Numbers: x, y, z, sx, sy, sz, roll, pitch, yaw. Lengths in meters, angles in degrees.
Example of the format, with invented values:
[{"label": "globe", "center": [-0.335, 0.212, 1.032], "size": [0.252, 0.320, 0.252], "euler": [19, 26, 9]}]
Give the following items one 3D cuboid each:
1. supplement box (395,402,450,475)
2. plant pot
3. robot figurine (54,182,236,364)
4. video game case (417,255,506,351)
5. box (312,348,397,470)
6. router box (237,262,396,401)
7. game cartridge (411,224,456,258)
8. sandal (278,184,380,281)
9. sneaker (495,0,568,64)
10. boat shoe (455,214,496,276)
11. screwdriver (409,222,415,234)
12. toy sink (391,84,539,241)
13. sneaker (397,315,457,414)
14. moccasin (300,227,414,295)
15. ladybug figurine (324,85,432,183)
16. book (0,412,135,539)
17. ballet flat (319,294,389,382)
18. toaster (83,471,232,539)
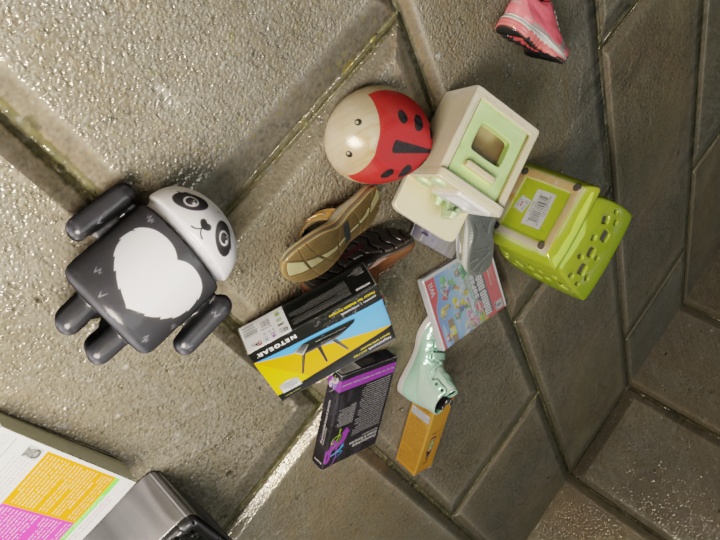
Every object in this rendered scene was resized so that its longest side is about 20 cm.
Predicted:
[{"label": "supplement box", "center": [0.136, 0.331, 1.362], "size": [0.066, 0.068, 0.203], "euler": [-9, 119, -45]}, {"label": "plant pot", "center": [0.379, -0.088, 1.261], "size": [0.181, 0.198, 0.202], "euler": [27, 94, -47]}, {"label": "robot figurine", "center": [-0.220, 0.004, 0.668], "size": [0.200, 0.124, 0.151], "euler": [-45, 149, -18]}, {"label": "video game case", "center": [0.199, 0.044, 1.227], "size": [0.199, 0.017, 0.145], "euler": [-29, 107, -35]}, {"label": "box", "center": [-0.011, 0.250, 1.158], "size": [0.142, 0.036, 0.203], "euler": [-11, 121, -45]}, {"label": "router box", "center": [-0.056, 0.091, 0.921], "size": [0.198, 0.051, 0.150], "euler": [-28, 142, -4]}, {"label": "game cartridge", "center": [0.169, -0.128, 1.116], "size": [0.129, 0.038, 0.202], "euler": [22, 96, -57]}, {"label": "sandal", "center": [-0.047, -0.057, 0.895], "size": [0.200, 0.054, 0.081], "euler": [-46, 151, -29]}, {"label": "sneaker", "center": [0.300, -0.402, 1.051], "size": [0.199, 0.073, 0.088], "euler": [5, 109, -51]}, {"label": "boat shoe", "center": [0.198, -0.093, 1.106], "size": [0.073, 0.065, 0.205], "euler": [-13, 119, -21]}, {"label": "screwdriver", "center": [0.108, -0.126, 1.052], "size": [0.029, 0.028, 0.203], "euler": [-41, 152, -71]}, {"label": "toy sink", "center": [0.158, -0.153, 0.969], "size": [0.129, 0.112, 0.202], "euler": [29, 87, -23]}, {"label": "sneaker", "center": [0.157, 0.175, 1.236], "size": [0.073, 0.118, 0.203], "euler": [8, 107, -49]}, {"label": "moccasin", "center": [0.001, 0.001, 0.970], "size": [0.200, 0.073, 0.078], "euler": [-37, 140, -27]}, {"label": "ladybug figurine", "center": [0.037, -0.182, 0.890], "size": [0.198, 0.072, 0.138], "euler": [-11, 121, -46]}, {"label": "book", "center": [-0.375, 0.253, 0.726], "size": [0.134, 0.048, 0.200], "euler": [-50, 141, -9]}, {"label": "ballet flat", "center": [-0.025, 0.106, 1.020], "size": [0.201, 0.064, 0.076], "euler": [-57, 144, -3]}, {"label": "toaster", "center": [-0.283, 0.399, 0.868], "size": [0.181, 0.118, 0.201], "euler": [-46, 142, -19]}]
